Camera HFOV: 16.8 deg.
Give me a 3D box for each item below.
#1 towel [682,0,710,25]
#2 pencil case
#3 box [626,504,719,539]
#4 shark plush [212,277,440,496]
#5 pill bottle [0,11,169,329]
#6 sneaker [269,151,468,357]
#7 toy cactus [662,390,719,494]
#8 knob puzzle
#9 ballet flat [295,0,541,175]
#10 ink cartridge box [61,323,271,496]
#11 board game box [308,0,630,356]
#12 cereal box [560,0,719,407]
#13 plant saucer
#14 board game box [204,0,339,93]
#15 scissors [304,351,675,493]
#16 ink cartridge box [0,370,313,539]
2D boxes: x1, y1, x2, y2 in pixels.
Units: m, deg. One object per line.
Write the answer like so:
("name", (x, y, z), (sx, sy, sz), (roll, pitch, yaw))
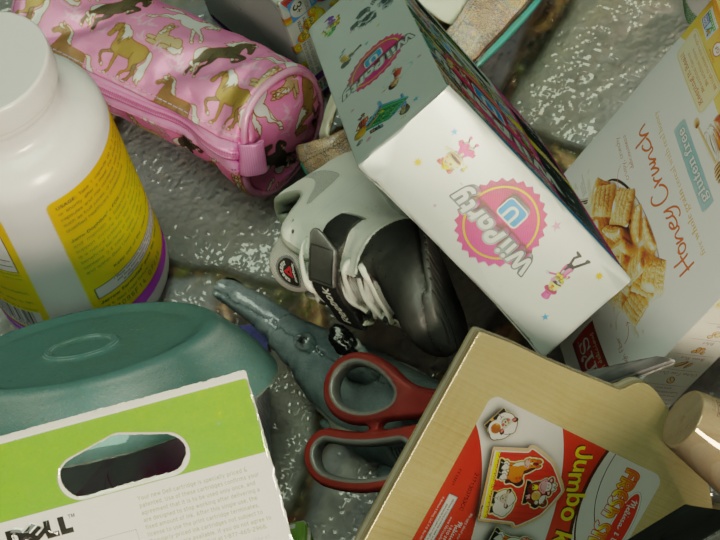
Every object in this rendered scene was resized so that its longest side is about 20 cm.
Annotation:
("towel", (0.204, -0.153, 1.324), (0.031, 0.200, 0.150), (-32, 58, -3))
("pencil case", (-0.116, -0.113, 1.434), (0.199, 0.083, 0.087), (24, 78, 27))
("box", (0.119, 0.222, 1.136), (0.199, 0.124, 0.149), (-31, 90, -7))
("shark plush", (0.007, 0.051, 1.315), (0.091, 0.083, 0.200), (-37, 59, -10))
("pill bottle", (-0.177, -0.050, 1.343), (0.103, 0.200, 0.105), (-6, 54, 9))
("sneaker", (0.000, 0.000, 1.285), (0.088, 0.074, 0.200), (-22, 26, -2))
("toy cactus", (0.225, 0.109, 1.198), (0.102, 0.164, 0.201), (-36, 33, 45))
("knob puzzle", (0.091, 0.140, 1.211), (0.219, 0.220, 0.030), (-33, 24, -8))
("ballet flat", (0.034, -0.122, 1.413), (0.067, 0.068, 0.200), (41, 71, -7))
("ink cartridge box", (-0.147, 0.118, 1.336), (0.195, 0.043, 0.201), (-8, 60, 8))
("board game box", (0.052, -0.062, 1.270), (0.064, 0.148, 0.200), (-40, 24, 10))
("cereal box", (0.163, -0.024, 1.271), (0.039, 0.200, 0.145), (7, 51, -29))
("plant saucer", (-0.144, 0.055, 1.284), (0.199, 0.036, 0.200), (-11, 15, 3))
("board game box", (0.003, -0.217, 1.463), (0.200, 0.103, 0.105), (-41, 60, -12))
("scissors", (0.063, 0.077, 1.231), (0.199, 0.014, 0.074), (-1, 75, 25))
("ink cartridge box", (-0.094, 0.153, 1.214), (0.147, 0.076, 0.201), (-15, 101, 3))
